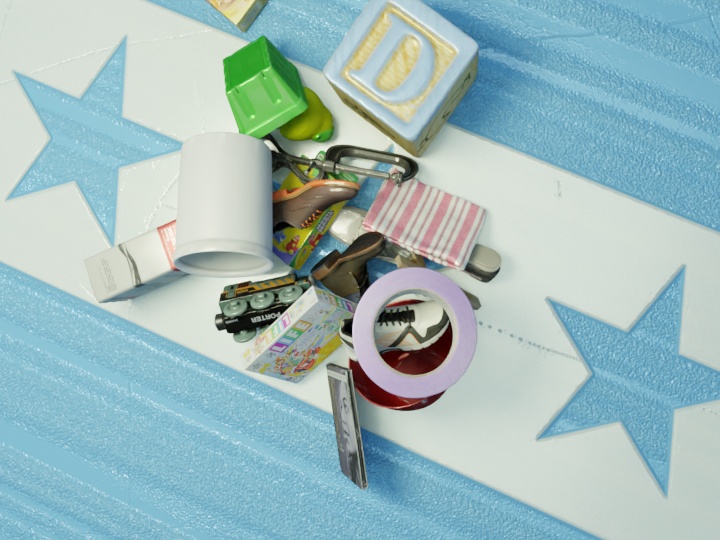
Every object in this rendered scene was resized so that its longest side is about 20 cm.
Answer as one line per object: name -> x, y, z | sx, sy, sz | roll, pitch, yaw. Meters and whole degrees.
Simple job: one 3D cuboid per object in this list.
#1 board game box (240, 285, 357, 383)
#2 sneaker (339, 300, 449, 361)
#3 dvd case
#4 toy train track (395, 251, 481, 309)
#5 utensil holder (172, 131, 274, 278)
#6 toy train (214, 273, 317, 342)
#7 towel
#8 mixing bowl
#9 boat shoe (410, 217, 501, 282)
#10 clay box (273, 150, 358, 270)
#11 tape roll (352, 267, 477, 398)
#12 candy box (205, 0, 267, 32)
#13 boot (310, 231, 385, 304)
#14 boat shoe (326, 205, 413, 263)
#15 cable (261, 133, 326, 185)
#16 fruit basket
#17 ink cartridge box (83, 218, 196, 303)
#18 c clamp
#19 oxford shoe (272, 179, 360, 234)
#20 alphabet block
board game box -> -0.099, 0.118, 1.352 | 0.200, 0.133, 0.035 | -43, 49, 23
sneaker -> 0.055, 0.094, 1.288 | 0.196, 0.080, 0.075 | -20, 50, 11
dvd case -> -0.026, 0.272, 1.363 | 0.016, 0.148, 0.205 | -7, 90, -15
toy train track -> 0.132, 0.029, 1.341 | 0.198, 0.116, 0.033 | 26, 122, -31
utensil holder -> -0.225, -0.106, 1.286 | 0.166, 0.170, 0.205 | -2, 75, 7
toy train -> -0.168, 0.059, 1.394 | 0.196, 0.115, 0.087 | -14, 122, 5
towel -> 0.116, -0.092, 1.352 | 0.197, 0.030, 0.148 | 23, 56, 7
mixing bowl -> 0.088, 0.166, 1.343 | 0.196, 0.109, 0.204 | -14, 53, 19
boat shoe -> 0.157, -0.037, 1.376 | 0.197, 0.057, 0.067 | 29, 55, 10
clay box -> -0.101, -0.118, 1.397 | 0.114, 0.047, 0.202 | 38, 97, 28
tape roll -> 0.086, 0.100, 1.224 | 0.195, 0.066, 0.205 | 0, 82, 3
candy box -> -0.204, -0.561, 1.417 | 0.115, 0.055, 0.201 | 39, 95, 5
boot -> 0.000, 0.000, 1.352 | 0.097, 0.199, 0.075 | 50, 54, -13
boat shoe -> 0.018, -0.064, 1.387 | 0.197, 0.069, 0.072 | 23, 97, 8
cable -> -0.142, -0.197, 1.402 | 0.196, 0.051, 0.099 | 12, 68, 19
fruit basket -> -0.146, -0.292, 1.369 | 0.153, 0.216, 0.219 | -27, 87, 7
ink cartridge box -> -0.380, -0.017, 1.404 | 0.197, 0.144, 0.085 | -23, 87, 7
c clamp -> 0.006, -0.180, 1.346 | 0.195, 0.172, 0.028 | 8, 118, -1
oxford shoe -> -0.083, -0.109, 1.325 | 0.197, 0.071, 0.074 | -11, 77, 33
alphabet block -> 0.074, -0.335, 1.312 | 0.195, 0.200, 0.197 | 39, 96, 6
